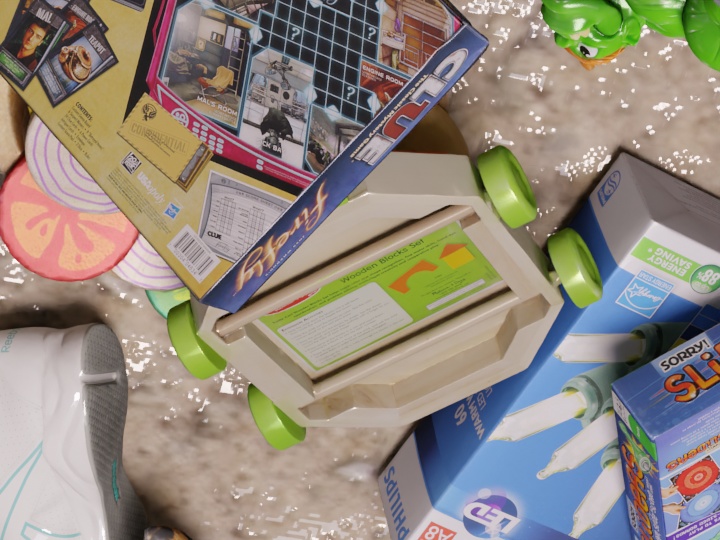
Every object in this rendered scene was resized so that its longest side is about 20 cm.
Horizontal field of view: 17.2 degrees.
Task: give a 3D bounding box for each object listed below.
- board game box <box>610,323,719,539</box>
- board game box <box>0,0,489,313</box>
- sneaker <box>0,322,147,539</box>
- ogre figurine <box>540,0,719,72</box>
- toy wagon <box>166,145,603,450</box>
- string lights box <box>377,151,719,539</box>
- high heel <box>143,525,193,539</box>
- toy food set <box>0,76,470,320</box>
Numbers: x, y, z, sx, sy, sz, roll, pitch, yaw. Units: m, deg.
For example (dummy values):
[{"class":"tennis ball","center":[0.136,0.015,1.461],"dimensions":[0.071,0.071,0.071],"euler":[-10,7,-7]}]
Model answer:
[{"class":"board game box","center":[0.205,0.050,1.021],"dimensions":[0.199,0.034,0.136],"euler":[-27,143,-10]},{"class":"board game box","center":[-0.067,-0.103,0.864],"dimensions":[0.136,0.200,0.035],"euler":[-45,160,9]},{"class":"sneaker","center":[-0.141,0.108,1.066],"dimensions":[0.080,0.071,0.201],"euler":[2,120,10]},{"class":"ogre figurine","center":[0.104,-0.135,0.875],"dimensions":[0.098,0.200,0.120],"euler":[-54,142,-18]},{"class":"toy wagon","center":[0.000,0.000,0.948],"dimensions":[0.155,0.040,0.200],"euler":[-26,142,14]},{"class":"string lights box","center":[0.104,0.056,1.056],"dimensions":[0.103,0.059,0.200],"euler":[23,116,-24]},{"class":"high heel","center":[-0.025,0.169,1.100],"dimensions":[0.142,0.072,0.200],"euler":[-7,139,5]},{"class":"toy food set","center":[-0.059,-0.065,0.970],"dimensions":[0.197,0.049,0.201],"euler":[-12,123,1]}]
